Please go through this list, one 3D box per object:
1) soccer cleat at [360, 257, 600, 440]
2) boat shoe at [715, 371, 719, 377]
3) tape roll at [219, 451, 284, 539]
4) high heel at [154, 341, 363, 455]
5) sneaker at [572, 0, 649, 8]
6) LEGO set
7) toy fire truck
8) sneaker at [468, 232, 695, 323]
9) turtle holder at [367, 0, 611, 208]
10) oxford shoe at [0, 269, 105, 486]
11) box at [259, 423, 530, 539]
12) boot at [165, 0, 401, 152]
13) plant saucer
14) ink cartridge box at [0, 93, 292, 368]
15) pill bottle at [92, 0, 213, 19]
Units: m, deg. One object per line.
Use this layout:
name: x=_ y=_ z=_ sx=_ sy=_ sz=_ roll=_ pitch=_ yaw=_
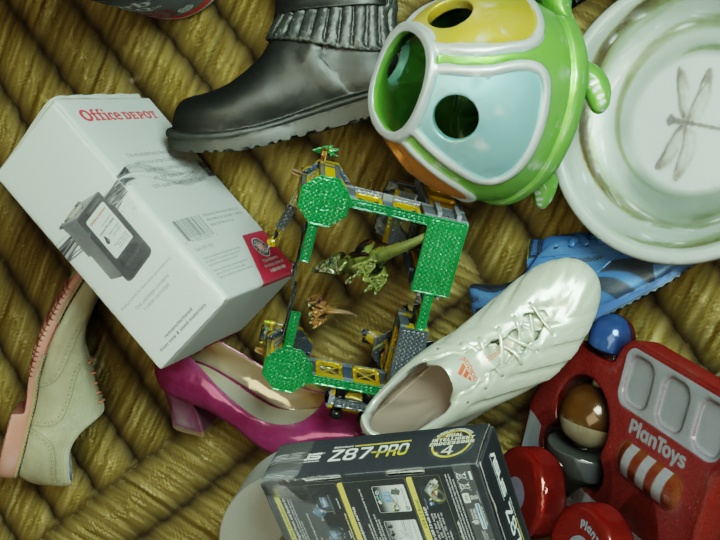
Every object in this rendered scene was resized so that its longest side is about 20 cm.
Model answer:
soccer cleat: x=0.085 y=0.063 z=0.770 sx=0.200 sy=0.078 sz=0.069 roll=-40 pitch=69 yaw=4
boat shoe: x=0.252 y=0.174 z=0.814 sx=0.074 sy=0.068 sz=0.202 roll=12 pitch=100 yaw=12
tape roll: x=-0.010 y=0.222 z=0.838 sx=0.201 sy=0.037 sz=0.204 roll=9 pitch=121 yaw=16
high heel: x=-0.077 y=0.091 z=0.897 sx=0.198 sy=0.067 sz=0.097 roll=7 pitch=118 yaw=28
sneaker: x=0.132 y=-0.224 z=0.808 sx=0.198 sy=0.072 sz=0.084 roll=6 pitch=99 yaw=16
LEGO set: x=0.000 y=0.000 z=0.842 sx=0.152 sy=0.116 sz=0.202 roll=4 pitch=111 yaw=-4
toy fire truck: x=0.183 y=0.125 z=0.765 sx=0.111 sy=0.200 sz=0.170 roll=6 pitch=106 yaw=-26
sneaker: x=0.172 y=-0.004 z=0.822 sx=0.199 sy=0.066 sz=0.079 roll=-29 pitch=84 yaw=17
turtle holder: x=0.088 y=-0.134 z=0.762 sx=0.186 sy=0.131 sz=0.142 roll=-49 pitch=47 yaw=43
oxford shoe: x=-0.252 y=0.091 z=0.964 sx=0.073 sy=0.071 sz=0.202 roll=18 pitch=101 yaw=-12
box: x=0.039 y=0.205 z=0.758 sx=0.160 sy=0.049 sz=0.201 roll=-11 pitch=114 yaw=24
boot: x=-0.064 y=-0.183 z=0.862 sx=0.209 sy=0.079 sz=0.159 roll=-12 pitch=99 yaw=6
plant saucer: x=0.229 y=-0.102 z=0.765 sx=0.199 sy=0.050 sz=0.202 roll=-5 pitch=82 yaw=36
ink cartridge box: x=-0.164 y=-0.038 z=0.873 sx=0.083 sy=0.145 sz=0.200 roll=-44 pitch=83 yaw=20
pill bottle: x=-0.180 y=-0.256 z=0.828 sx=0.115 sy=0.200 sz=0.117 roll=2 pitch=96 yaw=16
